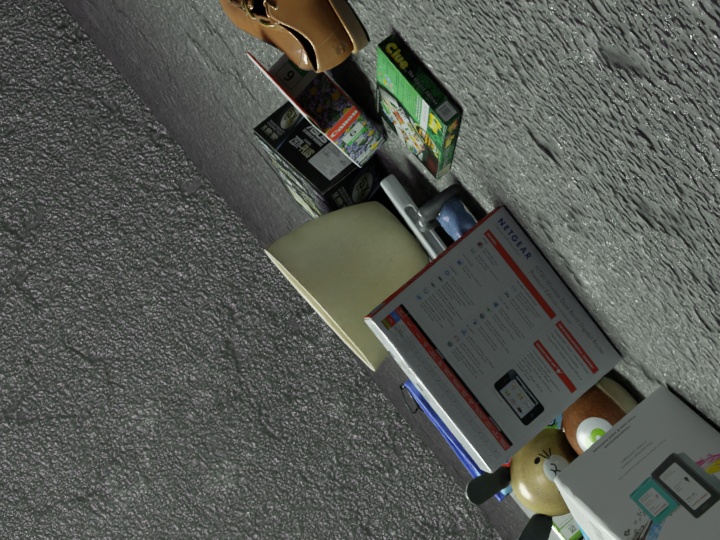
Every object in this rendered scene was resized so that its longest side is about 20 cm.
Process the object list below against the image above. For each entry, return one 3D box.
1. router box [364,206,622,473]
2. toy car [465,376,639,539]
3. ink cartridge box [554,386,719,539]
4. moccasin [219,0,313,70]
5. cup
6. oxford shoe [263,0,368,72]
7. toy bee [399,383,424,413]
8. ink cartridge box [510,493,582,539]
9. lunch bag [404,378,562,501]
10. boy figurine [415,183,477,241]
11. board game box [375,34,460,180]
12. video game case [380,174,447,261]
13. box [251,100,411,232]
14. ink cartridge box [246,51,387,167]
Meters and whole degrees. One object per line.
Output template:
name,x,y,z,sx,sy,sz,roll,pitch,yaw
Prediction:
router box,0.134,0.070,1.541,0.201,0.179,0.049,52,172,-3
toy car,0.214,0.210,1.637,0.165,0.200,0.158,49,172,7
ink cartridge box,0.313,0.246,1.434,0.200,0.146,0.147,43,169,45
moccasin,-0.098,-0.286,1.647,0.202,0.073,0.078,48,159,46
cup,0.000,0.000,1.859,0.200,0.143,0.200,46,176,4
oxford shoe,-0.074,-0.286,1.513,0.201,0.071,0.071,55,173,-16
toy bee,0.122,0.132,2.278,0.131,0.108,0.201,47,-158,-40
ink cartridge box,0.273,0.328,2.323,0.200,0.076,0.148,50,173,14
lunch bag,0.160,0.156,1.892,0.201,0.150,0.094,52,172,-10
boy figurine,0.141,0.005,1.634,0.201,0.064,0.124,54,172,11
board game box,0.055,-0.159,1.525,0.105,0.023,0.200,52,173,8
video game case,0.102,-0.008,1.806,0.183,0.022,0.200,55,-179,25
box,-0.033,-0.115,2.003,0.200,0.086,0.164,43,169,47
ink cartridge box,-0.046,-0.193,1.702,0.109,0.050,0.200,47,-176,21
